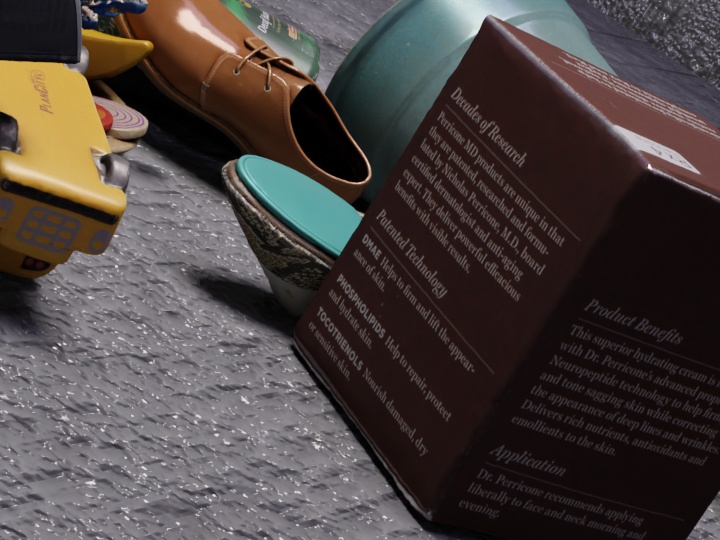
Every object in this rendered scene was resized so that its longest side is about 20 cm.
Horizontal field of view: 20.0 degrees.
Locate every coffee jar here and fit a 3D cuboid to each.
[{"bbox_3d":[-0.128,-0.152,1.292,0.200,0.085,0.104,28,16,-11],"label":"coffee jar"}]

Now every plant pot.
[{"bbox_3d":[0.107,-0.064,1.296,0.200,0.200,0.196,8,35,-54],"label":"plant pot"}]

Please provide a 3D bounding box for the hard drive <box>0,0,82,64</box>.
[{"bbox_3d":[-0.219,-0.147,0.852,0.200,0.042,0.135,33,19,26],"label":"hard drive"}]

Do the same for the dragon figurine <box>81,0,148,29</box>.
[{"bbox_3d":[-0.200,-0.200,1.100,0.200,0.099,0.059,26,21,15],"label":"dragon figurine"}]

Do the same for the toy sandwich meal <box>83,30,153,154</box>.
[{"bbox_3d":[-0.202,-0.136,1.135,0.205,0.070,0.205,29,16,-9],"label":"toy sandwich meal"}]

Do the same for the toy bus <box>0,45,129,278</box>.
[{"bbox_3d":[-0.166,-0.064,0.951,0.065,0.078,0.200,20,25,-29],"label":"toy bus"}]

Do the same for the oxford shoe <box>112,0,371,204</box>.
[{"bbox_3d":[-0.066,-0.117,1.206,0.200,0.071,0.071,45,58,-12],"label":"oxford shoe"}]

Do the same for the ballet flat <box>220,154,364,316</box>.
[{"bbox_3d":[0.000,0.000,1.096,0.200,0.075,0.068,16,36,-31],"label":"ballet flat"}]

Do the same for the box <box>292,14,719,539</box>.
[{"bbox_3d":[0.105,0.016,1.009,0.166,0.200,0.164,20,19,-36],"label":"box"}]
